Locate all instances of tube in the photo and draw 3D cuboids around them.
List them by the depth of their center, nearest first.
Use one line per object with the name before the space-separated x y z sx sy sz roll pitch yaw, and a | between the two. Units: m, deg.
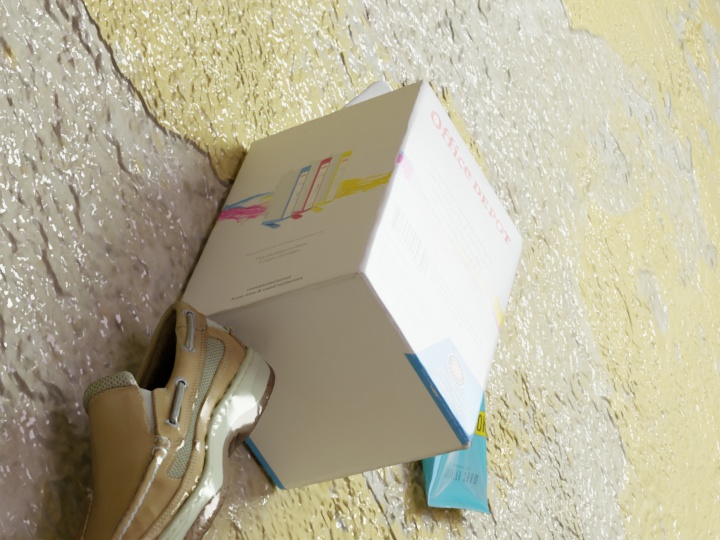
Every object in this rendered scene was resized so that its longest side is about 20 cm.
tube | 0.055 0.055 1.336 0.077 0.050 0.202 14 68 -50

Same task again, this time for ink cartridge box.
ink cartridge box | 0.000 0.000 1.170 0.129 0.125 0.201 57 31 -28

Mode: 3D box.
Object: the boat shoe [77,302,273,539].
boat shoe | -0.105 0.084 0.992 0.076 0.071 0.200 48 26 -15
